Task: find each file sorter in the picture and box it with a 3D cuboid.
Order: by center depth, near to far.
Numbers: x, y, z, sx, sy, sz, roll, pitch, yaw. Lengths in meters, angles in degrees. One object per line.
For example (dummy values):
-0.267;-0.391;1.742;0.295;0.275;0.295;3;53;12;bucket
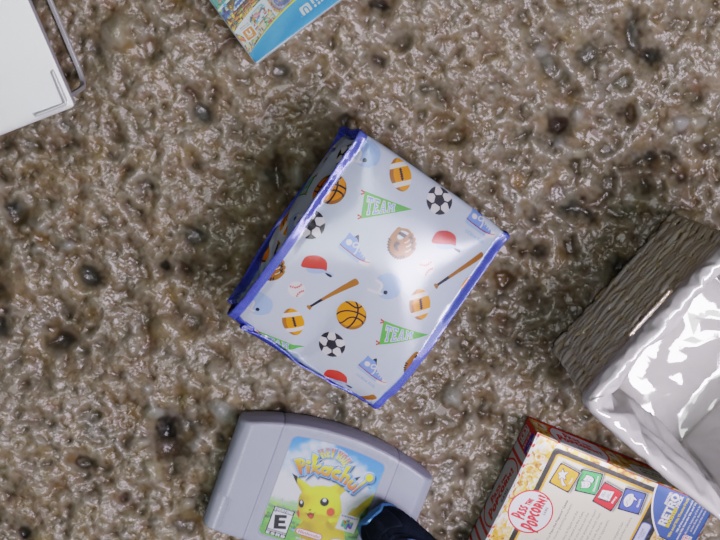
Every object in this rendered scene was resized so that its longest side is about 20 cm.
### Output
-0.346;-0.171;0.946;0.199;0.125;0.139;-21;105;1;file sorter

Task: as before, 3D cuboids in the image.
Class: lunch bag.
0.000;0.000;1.019;0.170;0.124;0.201;32;91;-12;lunch bag

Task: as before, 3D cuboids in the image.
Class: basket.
0.315;0.084;1.044;0.200;0.161;0.198;40;97;-12;basket

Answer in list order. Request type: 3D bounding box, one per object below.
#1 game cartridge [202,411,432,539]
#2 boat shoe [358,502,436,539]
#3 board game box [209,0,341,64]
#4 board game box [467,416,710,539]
-0.038;0.213;1.110;0.199;0.040;0.134;18;97;-9;game cartridge
0.067;0.305;1.101;0.084;0.069;0.200;-49;122;0;boat shoe
-0.089;-0.300;0.969;0.147;0.064;0.200;-36;105;4;board game box
0.225;0.252;1.135;0.199;0.046;0.152;23;101;-10;board game box
